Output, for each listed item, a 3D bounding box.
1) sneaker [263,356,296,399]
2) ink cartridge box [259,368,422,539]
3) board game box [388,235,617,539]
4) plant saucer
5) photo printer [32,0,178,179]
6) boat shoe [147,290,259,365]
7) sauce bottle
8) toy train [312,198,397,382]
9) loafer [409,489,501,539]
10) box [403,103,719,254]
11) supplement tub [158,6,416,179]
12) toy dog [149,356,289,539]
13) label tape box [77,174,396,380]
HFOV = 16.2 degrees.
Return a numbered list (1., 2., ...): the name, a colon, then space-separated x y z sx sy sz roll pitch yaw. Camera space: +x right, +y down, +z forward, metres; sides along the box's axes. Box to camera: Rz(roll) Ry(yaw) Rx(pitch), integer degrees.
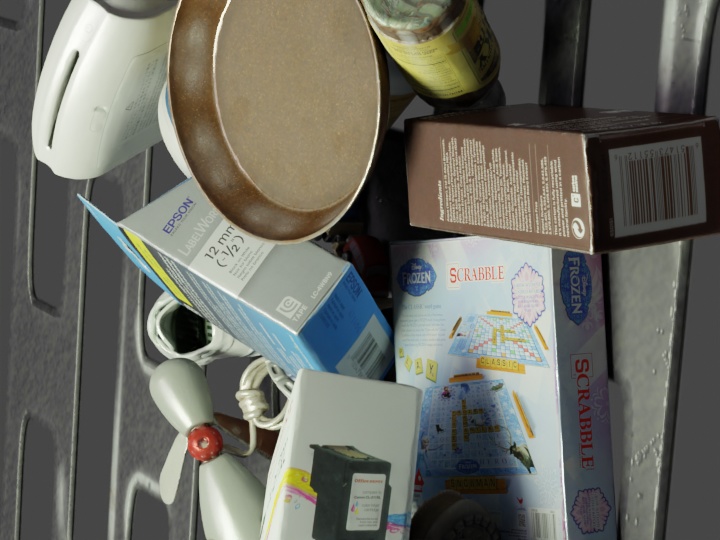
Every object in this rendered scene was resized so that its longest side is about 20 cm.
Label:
1. sneaker: -0.006 0.122 1.769 0.087 0.074 0.200 59 -170 -48
2. ink cartridge box: -0.021 0.184 1.573 0.146 0.083 0.200 107 171 -55
3. board game box: 0.089 0.075 1.630 0.200 0.041 0.200 -2 91 60
4. plant saucer: -0.047 -0.117 1.603 0.200 0.034 0.201 10 104 45
5. photo printer: -0.150 -0.159 1.798 0.069 0.200 0.167 38 132 16
6. boat shoe: -0.133 0.037 1.993 0.200 0.067 0.074 -10 82 60
7. sauce bottle: 0.052 -0.139 1.564 0.200 0.065 0.065 49 -154 -69
8. toy train: 0.000 0.000 1.791 0.046 0.034 0.200 -54 47 42
9. loafer: 0.038 0.200 1.632 0.071 0.073 0.200 43 151 24
10. box: 0.119 -0.058 1.507 0.200 0.100 0.075 8 105 59
11. supplement tub: -0.033 -0.144 1.713 0.200 0.144 0.145 -49 49 36
12. toy dog: -0.092 0.166 1.909 0.096 0.132 0.201 49 -143 -75
13. label tape box: -0.080 0.002 1.710 0.200 0.143 0.066 33 78 27
